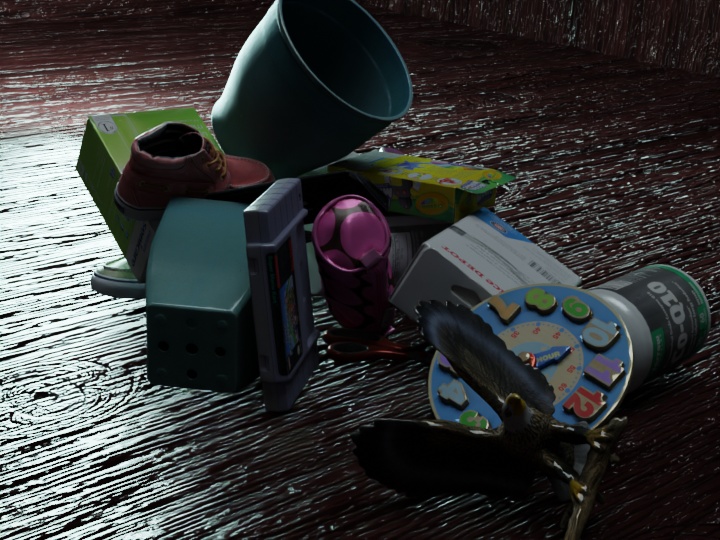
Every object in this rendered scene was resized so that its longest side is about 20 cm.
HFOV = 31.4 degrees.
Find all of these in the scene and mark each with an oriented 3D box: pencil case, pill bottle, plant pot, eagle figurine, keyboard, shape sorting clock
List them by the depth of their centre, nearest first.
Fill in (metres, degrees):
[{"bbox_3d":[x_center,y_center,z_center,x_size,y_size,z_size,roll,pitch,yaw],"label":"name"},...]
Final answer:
[{"bbox_3d":[0.115,0.127,1.065,0.199,0.152,0.152,20,34,21],"label":"eagle figurine"},{"bbox_3d":[0.158,0.091,1.210,0.198,0.039,0.201,-11,50,13],"label":"shape sorting clock"},{"bbox_3d":[-0.150,0.032,1.313,0.140,0.142,0.200,5,25,4],"label":"plant pot"},{"bbox_3d":[0.272,0.067,1.335,0.113,0.114,0.199,19,24,37],"label":"pill bottle"},{"bbox_3d":[0.000,0.000,1.363,0.090,0.200,0.094,-25,68,-4],"label":"pencil case"},{"bbox_3d":[-0.058,-0.065,1.386,0.199,0.021,0.127,-6,-32,32],"label":"keyboard"},{"bbox_3d":[-0.072,-0.206,1.525,0.199,0.188,0.201,29,40,-28],"label":"plant pot"},{"bbox_3d":[0.033,-0.025,1.547,0.199,0.115,0.114,-4,20,-22],"label":"pill bottle"}]

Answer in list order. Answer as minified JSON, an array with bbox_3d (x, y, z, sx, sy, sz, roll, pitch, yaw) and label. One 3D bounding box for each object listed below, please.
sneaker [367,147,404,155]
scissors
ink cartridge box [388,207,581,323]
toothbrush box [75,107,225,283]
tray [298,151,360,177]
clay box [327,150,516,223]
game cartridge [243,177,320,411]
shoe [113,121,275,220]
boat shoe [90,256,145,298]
[{"bbox_3d":[-0.022,-0.106,1.700,0.199,0.089,0.081,-5,46,-32],"label":"sneaker"},{"bbox_3d":[0.057,0.087,1.380,0.198,0.014,0.073,5,19,4],"label":"scissors"},{"bbox_3d":[0.139,0.021,1.397,0.145,0.084,0.200,38,25,11],"label":"ink cartridge box"},{"bbox_3d":[-0.226,-0.092,1.503,0.145,0.086,0.201,-9,52,-35],"label":"toothbrush box"},{"bbox_3d":[-0.087,-0.121,1.612,0.107,0.022,0.200,28,46,21],"label":"tray"},{"bbox_3d":[0.073,-0.099,1.517,0.199,0.048,0.115,13,21,29],"label":"clay box"},{"bbox_3d":[-0.074,0.022,1.253,0.038,0.202,0.130,-2,18,9],"label":"game cartridge"},{"bbox_3d":[-0.171,-0.112,1.414,0.199,0.091,0.072,-10,53,-34],"label":"shoe"},{"bbox_3d":[-0.230,-0.012,1.531,0.199,0.063,0.072,-11,24,-38],"label":"boat shoe"}]
